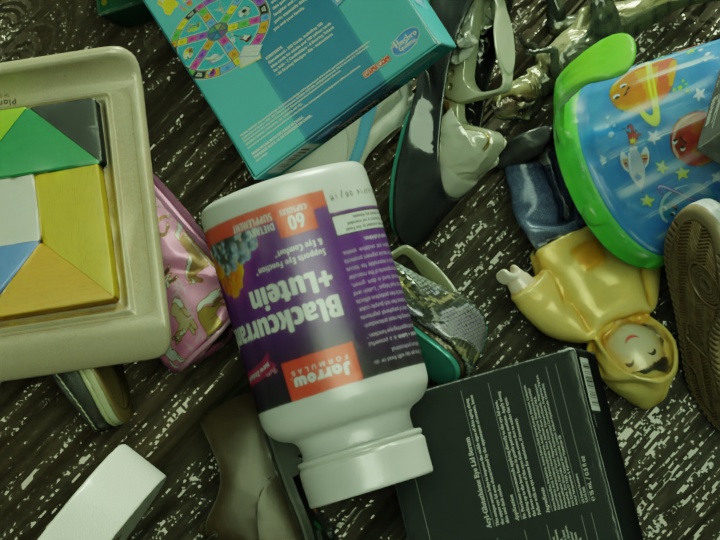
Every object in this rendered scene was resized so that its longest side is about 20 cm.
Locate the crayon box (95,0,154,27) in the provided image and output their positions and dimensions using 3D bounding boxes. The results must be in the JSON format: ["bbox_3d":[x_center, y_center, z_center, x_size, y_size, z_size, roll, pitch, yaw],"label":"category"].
[{"bbox_3d":[-0.089,-0.251,1.635,0.199,0.052,0.127,-14,81,15],"label":"crayon box"}]

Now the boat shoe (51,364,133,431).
[{"bbox_3d":[-0.220,0.024,1.606,0.065,0.073,0.201,-32,83,8],"label":"boat shoe"}]

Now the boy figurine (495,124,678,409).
[{"bbox_3d":[0.152,0.000,1.646,0.124,0.064,0.201,-16,79,-21],"label":"boy figurine"}]

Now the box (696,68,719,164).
[{"bbox_3d":[0.309,-0.123,1.549,0.157,0.050,0.201,30,57,-14],"label":"box"}]

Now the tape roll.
[{"bbox_3d":[-0.193,0.197,1.506,0.037,0.203,0.203,37,78,1],"label":"tape roll"}]

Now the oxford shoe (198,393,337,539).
[{"bbox_3d":[-0.058,0.180,1.597,0.084,0.073,0.201,-17,78,6],"label":"oxford shoe"}]

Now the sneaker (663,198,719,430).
[{"bbox_3d":[0.265,0.011,1.607,0.108,0.201,0.070,-29,48,-15],"label":"sneaker"}]

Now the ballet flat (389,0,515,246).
[{"bbox_3d":[0.067,-0.112,1.632,0.072,0.073,0.202,10,93,-4],"label":"ballet flat"}]

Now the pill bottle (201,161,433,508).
[{"bbox_3d":[-0.022,0.042,1.534,0.111,0.111,0.201,-17,86,-9],"label":"pill bottle"}]

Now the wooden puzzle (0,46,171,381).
[{"bbox_3d":[-0.221,-0.033,1.555,0.183,0.037,0.202,-8,85,5],"label":"wooden puzzle"}]

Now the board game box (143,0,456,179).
[{"bbox_3d":[-0.055,-0.184,1.570,0.151,0.047,0.201,-34,83,15],"label":"board game box"}]

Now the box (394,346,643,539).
[{"bbox_3d":[0.105,0.165,1.582,0.140,0.079,0.202,-16,81,14],"label":"box"}]

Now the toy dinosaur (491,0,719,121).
[{"bbox_3d":[0.159,-0.178,1.691,0.199,0.047,0.089,-31,99,-11],"label":"toy dinosaur"}]

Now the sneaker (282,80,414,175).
[{"bbox_3d":[0.002,-0.145,1.653,0.081,0.076,0.201,31,82,-33],"label":"sneaker"}]

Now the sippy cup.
[{"bbox_3d":[0.217,-0.087,1.603,0.130,0.177,0.141,-25,80,34],"label":"sippy cup"}]

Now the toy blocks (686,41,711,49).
[{"bbox_3d":[0.331,-0.148,1.675,0.199,0.100,0.137,19,55,10],"label":"toy blocks"}]

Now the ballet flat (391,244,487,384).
[{"bbox_3d":[0.000,0.000,1.632,0.200,0.072,0.072,33,78,5],"label":"ballet flat"}]

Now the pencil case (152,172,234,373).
[{"bbox_3d":[-0.152,-0.029,1.611,0.086,0.083,0.200,-41,85,-11],"label":"pencil case"}]
